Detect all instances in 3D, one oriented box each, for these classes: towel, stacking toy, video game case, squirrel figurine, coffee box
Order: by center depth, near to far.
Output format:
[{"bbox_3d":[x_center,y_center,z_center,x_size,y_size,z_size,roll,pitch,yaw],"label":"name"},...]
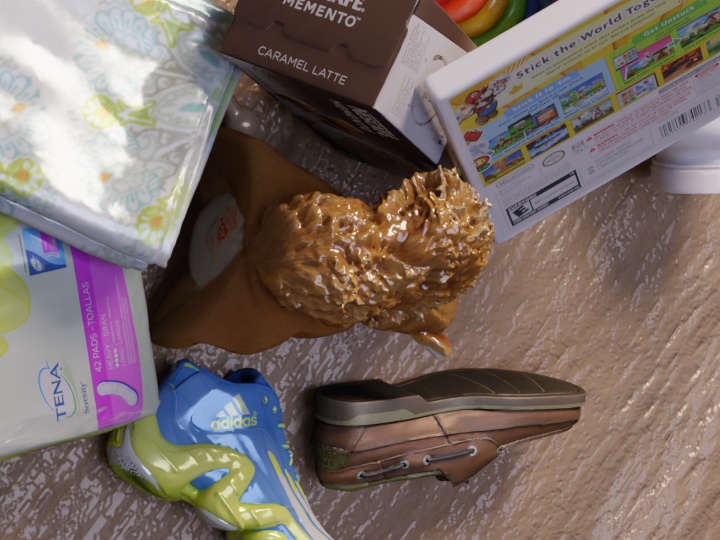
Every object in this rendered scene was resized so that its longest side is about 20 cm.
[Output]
[{"bbox_3d":[-0.175,-0.110,1.530,0.200,0.048,0.171,25,66,-16],"label":"towel"},{"bbox_3d":[0.147,-0.113,1.594,0.200,0.023,0.182,-30,149,-1],"label":"video game case"},{"bbox_3d":[0.012,-0.119,1.601,0.080,0.114,0.200,-66,155,-6],"label":"coffee box"},{"bbox_3d":[0.000,0.000,1.613,0.187,0.200,0.142,16,81,-33],"label":"squirrel figurine"},{"bbox_3d":[0.070,-0.169,1.654,0.200,0.085,0.085,31,79,-59],"label":"stacking toy"}]

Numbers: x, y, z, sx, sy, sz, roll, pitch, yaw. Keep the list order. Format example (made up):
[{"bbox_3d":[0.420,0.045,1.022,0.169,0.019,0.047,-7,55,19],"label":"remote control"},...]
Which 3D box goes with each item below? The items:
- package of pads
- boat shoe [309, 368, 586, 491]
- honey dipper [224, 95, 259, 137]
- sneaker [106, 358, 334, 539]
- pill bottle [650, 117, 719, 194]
[{"bbox_3d":[-0.224,0.037,1.554,0.200,0.068,0.155,-13,103,-29],"label":"package of pads"},{"bbox_3d":[0.057,0.108,1.747,0.200,0.072,0.068,-2,103,-22],"label":"boat shoe"},{"bbox_3d":[-0.117,-0.160,1.612,0.038,0.038,0.200,-45,120,-19],"label":"honey dipper"},{"bbox_3d":[-0.062,0.127,1.665,0.200,0.076,0.105,36,77,-30],"label":"sneaker"},{"bbox_3d":[0.237,-0.157,1.790,0.112,0.112,0.200,-8,102,-31],"label":"pill bottle"}]
